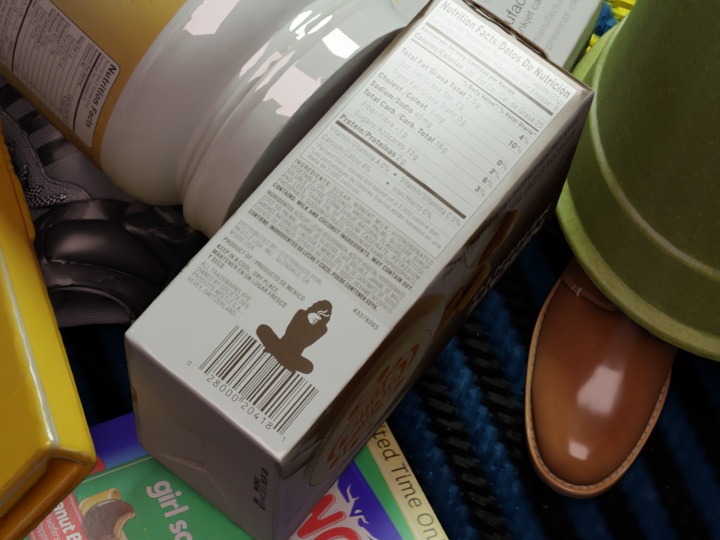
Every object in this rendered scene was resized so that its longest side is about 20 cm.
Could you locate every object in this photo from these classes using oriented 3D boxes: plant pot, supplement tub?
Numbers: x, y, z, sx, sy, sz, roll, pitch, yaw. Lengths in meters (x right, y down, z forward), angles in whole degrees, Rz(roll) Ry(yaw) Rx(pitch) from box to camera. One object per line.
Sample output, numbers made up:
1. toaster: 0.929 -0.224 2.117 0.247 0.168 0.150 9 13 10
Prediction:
1. plant pot: 0.185 -0.087 0.725 0.197 0.190 0.202 0 65 0
2. supplement tub: -0.087 -0.120 0.735 0.200 0.145 0.144 43 77 10

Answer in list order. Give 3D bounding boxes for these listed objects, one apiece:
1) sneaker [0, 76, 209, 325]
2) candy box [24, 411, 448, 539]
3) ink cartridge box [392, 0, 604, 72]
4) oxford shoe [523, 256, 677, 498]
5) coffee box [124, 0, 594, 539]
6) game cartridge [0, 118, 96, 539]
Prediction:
1. sneaker: -0.153 -0.045 0.823 0.199 0.076 0.115 29 72 5
2. candy box: -0.064 0.140 0.739 0.198 0.078 0.170 -18 49 -15
3. ink cartridge box: -0.002 -0.112 0.851 0.199 0.086 0.149 30 76 5
4. oxford shoe: 0.128 0.009 0.827 0.071 0.071 0.202 20 76 3
5. coffee box: 0.000 0.000 0.703 0.079 0.115 0.200 36 67 12
6. game cartridge: -0.193 0.051 0.747 0.176 0.032 0.201 -43 47 24
